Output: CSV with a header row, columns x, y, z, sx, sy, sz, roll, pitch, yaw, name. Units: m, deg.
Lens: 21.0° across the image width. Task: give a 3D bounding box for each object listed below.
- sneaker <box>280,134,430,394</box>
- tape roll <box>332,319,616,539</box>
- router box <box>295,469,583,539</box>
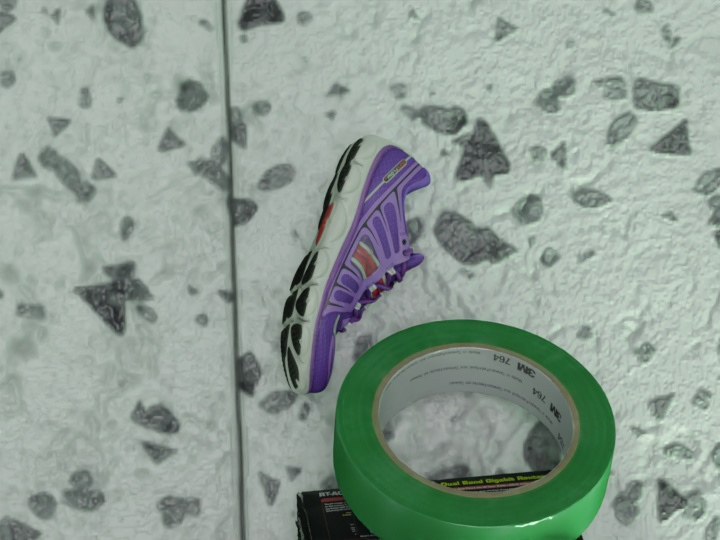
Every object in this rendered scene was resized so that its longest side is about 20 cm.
x,y,z,sx,sy,sz,roll,pitch,yaw,name
0.000,0.000,1.429,0.083,0.081,0.202,23,79,-9,sneaker
0.079,0.120,1.376,0.198,0.048,0.202,2,43,-2,tape roll
0.060,0.214,1.366,0.198,0.150,0.063,-3,120,-8,router box
